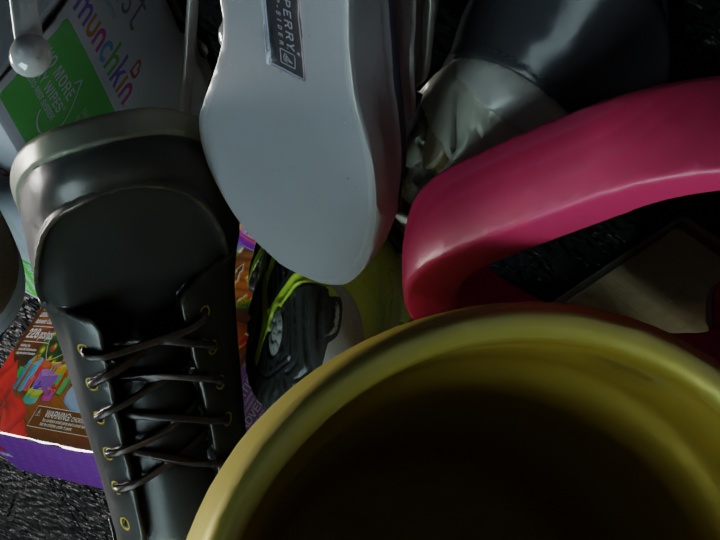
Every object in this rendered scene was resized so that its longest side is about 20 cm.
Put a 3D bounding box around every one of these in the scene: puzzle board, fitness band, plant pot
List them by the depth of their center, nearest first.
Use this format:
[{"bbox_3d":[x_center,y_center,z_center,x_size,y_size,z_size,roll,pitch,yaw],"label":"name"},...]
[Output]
[{"bbox_3d":[0.101,-0.008,0.768,0.143,0.038,0.200,21,153,-32],"label":"fitness band"},{"bbox_3d":[0.034,0.116,0.813,0.200,0.201,0.189,35,170,-5],"label":"plant pot"},{"bbox_3d":[0.172,0.053,0.947,0.199,0.017,0.151,34,161,-5],"label":"puzzle board"}]

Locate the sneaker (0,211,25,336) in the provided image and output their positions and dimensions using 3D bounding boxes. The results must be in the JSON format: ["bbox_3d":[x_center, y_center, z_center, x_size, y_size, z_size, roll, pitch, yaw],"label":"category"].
[{"bbox_3d":[-0.184,-0.004,1.002,0.199,0.070,0.109,31,158,36],"label":"sneaker"}]

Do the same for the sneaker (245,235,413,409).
[{"bbox_3d":[0.000,0.000,0.942,0.076,0.076,0.200,13,-161,-5],"label":"sneaker"}]

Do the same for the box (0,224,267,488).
[{"bbox_3d":[-0.081,0.030,1.116,0.039,0.137,0.199,42,160,-28],"label":"box"}]

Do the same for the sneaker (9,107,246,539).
[{"bbox_3d":[-0.066,0.028,0.868,0.074,0.107,0.200,-13,156,-2],"label":"sneaker"}]

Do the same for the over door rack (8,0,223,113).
[{"bbox_3d":[-0.112,-0.068,0.830,0.201,0.147,0.067,104,154,-48],"label":"over door rack"}]

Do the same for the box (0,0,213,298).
[{"bbox_3d":[-0.154,-0.084,1.021,0.176,0.097,0.200,28,160,23],"label":"box"}]

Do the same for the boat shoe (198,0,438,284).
[{"bbox_3d":[-0.007,-0.078,0.776,0.072,0.066,0.201,28,145,26],"label":"boat shoe"}]

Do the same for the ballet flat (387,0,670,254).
[{"bbox_3d":[0.045,-0.042,0.832,0.073,0.073,0.200,34,162,-3],"label":"ballet flat"}]
